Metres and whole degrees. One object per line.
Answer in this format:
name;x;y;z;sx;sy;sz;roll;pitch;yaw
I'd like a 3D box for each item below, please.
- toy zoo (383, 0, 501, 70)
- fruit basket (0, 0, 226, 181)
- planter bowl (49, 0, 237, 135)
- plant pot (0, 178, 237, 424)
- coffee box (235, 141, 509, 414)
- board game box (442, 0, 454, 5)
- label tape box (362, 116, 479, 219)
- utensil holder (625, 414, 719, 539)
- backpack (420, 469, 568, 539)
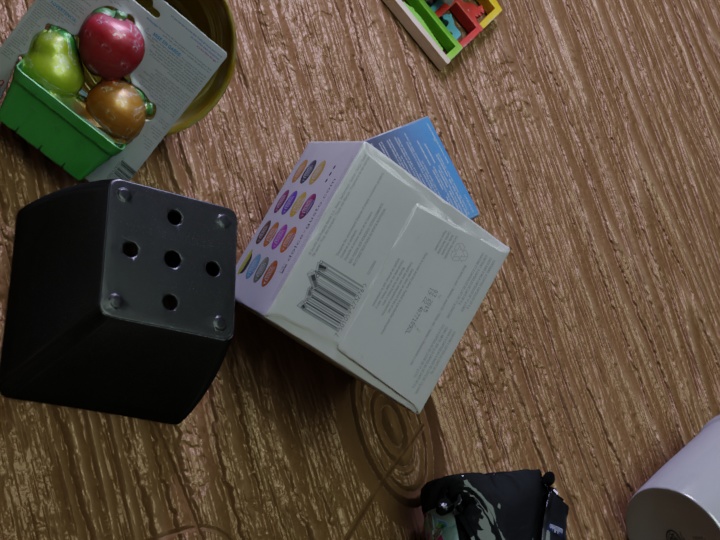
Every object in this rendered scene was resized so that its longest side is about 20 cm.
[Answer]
toy zoo;0.124;-0.384;1.666;0.132;0.020;0.200;50;51;-8
fruit basket;-0.267;-0.204;1.206;0.185;0.094;0.201;37;97;-16
planter bowl;-0.232;-0.252;1.285;0.200;0.201;0.084;42;8;-13
plant pot;-0.218;0.020;1.147;0.198;0.177;0.202;15;63;-31
coffee box;0.000;0.000;1.259;0.199;0.198;0.201;33;85;-20
board game box;0.117;-0.481;1.654;0.147;0.064;0.201;35;52;0
label tape box;0.035;-0.090;1.451;0.199;0.066;0.144;-26;87;-37
utensil holder;0.462;0.303;1.529;0.199;0.170;0.171;-27;87;-37
backpack;0.149;0.331;1.315;0.165;0.127;0.203;-1;72;-24
